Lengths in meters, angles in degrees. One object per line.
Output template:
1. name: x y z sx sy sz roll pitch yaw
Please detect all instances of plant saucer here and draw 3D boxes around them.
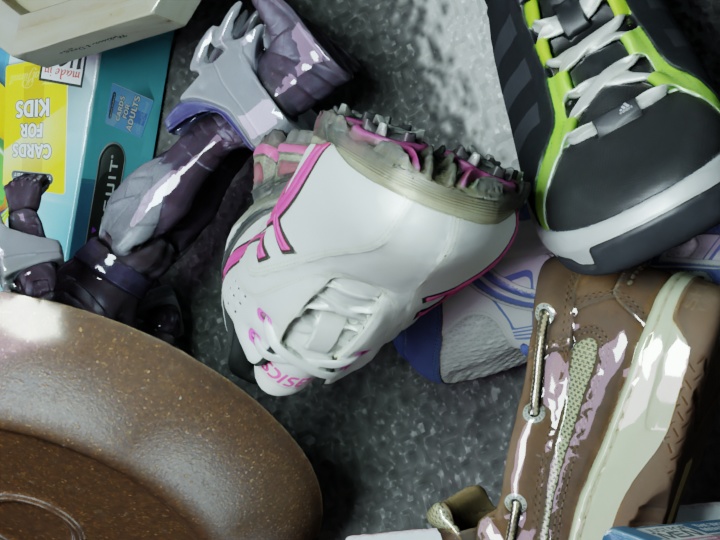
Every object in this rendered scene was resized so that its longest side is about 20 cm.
1. plant saucer: -0.114 0.078 1.014 0.200 0.200 0.037 -9 48 33

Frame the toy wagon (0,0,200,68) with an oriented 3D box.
1. toy wagon: -0.103 -0.179 1.032 0.155 0.040 0.200 -14 74 28

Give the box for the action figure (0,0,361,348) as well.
1. action figure: -0.081 -0.014 1.039 0.069 0.130 0.200 40 92 17

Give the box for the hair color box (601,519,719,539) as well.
1. hair color box: 0.097 0.180 0.868 0.061 0.100 0.200 19 99 32

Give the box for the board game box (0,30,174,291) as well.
1. board game box: -0.161 -0.015 1.133 0.151 0.047 0.200 11 94 34

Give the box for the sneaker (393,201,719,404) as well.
1. sneaker: 0.098 0.012 0.942 0.200 0.075 0.088 -23 75 31

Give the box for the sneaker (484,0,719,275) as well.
1. sneaker: 0.066 -0.072 0.907 0.072 0.083 0.200 -29 29 8

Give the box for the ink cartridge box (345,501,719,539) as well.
1. ink cartridge box: 0.091 0.169 0.957 0.200 0.044 0.174 -9 82 33

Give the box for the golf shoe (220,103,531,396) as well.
1. golf shoe: 0.000 0.000 0.907 0.073 0.200 0.092 20 83 -10

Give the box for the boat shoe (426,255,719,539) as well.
1. boat shoe: 0.058 0.091 0.908 0.075 0.075 0.202 19 95 16
